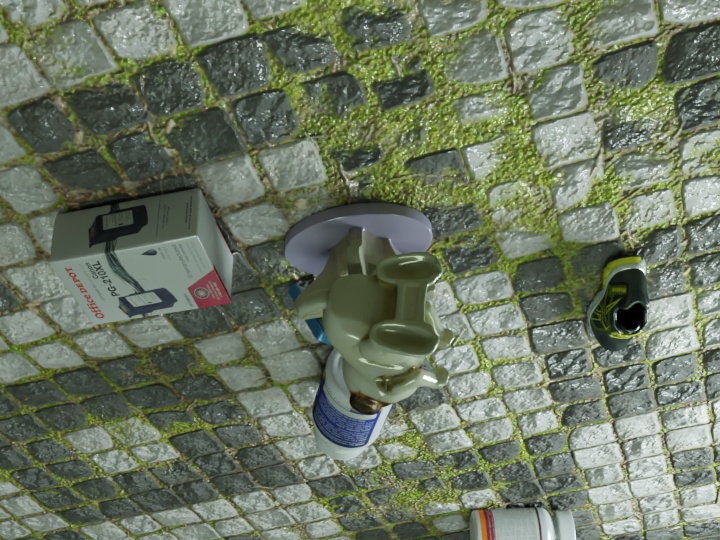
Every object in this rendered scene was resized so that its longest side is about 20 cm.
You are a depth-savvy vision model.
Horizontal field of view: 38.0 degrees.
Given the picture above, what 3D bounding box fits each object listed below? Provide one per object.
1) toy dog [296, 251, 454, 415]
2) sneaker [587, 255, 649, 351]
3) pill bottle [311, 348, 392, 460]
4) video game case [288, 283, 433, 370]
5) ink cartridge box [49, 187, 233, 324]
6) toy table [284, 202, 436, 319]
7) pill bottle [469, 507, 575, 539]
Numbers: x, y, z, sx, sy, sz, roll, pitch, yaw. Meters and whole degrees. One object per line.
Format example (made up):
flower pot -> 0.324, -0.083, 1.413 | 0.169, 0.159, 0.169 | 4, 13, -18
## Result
toy dog -> 0.023, 0.098, 1.286 | 0.190, 0.141, 0.201 | -5, 144, 1
sneaker -> 0.370, 0.067, 1.498 | 0.073, 0.086, 0.201 | -5, 142, 4
pill bottle -> -0.013, 0.208, 1.625 | 0.117, 0.121, 0.201 | 6, 141, -11
video game case -> 0.003, 0.088, 1.464 | 0.198, 0.143, 0.018 | 23, 106, -29
ink cartridge box -> -0.279, -0.015, 1.351 | 0.196, 0.085, 0.146 | -9, 141, 8
toy table -> 0.000, 0.000, 1.364 | 0.197, 0.119, 0.185 | -16, 141, 15
pill bottle -> 0.318, 0.524, 2.060 | 0.196, 0.111, 0.110 | -3, 143, 0
